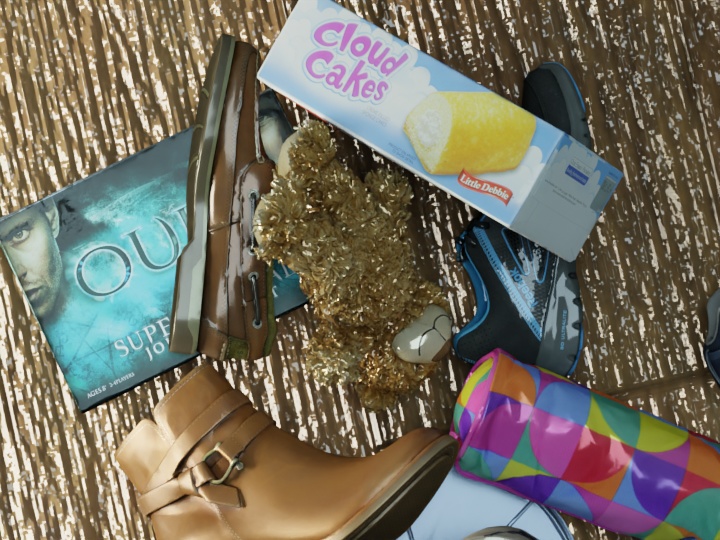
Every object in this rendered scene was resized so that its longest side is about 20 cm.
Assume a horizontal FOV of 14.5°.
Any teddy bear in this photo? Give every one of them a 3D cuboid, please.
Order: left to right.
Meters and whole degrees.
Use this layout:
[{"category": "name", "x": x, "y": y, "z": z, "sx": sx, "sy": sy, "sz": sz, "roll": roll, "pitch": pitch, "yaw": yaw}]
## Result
[{"category": "teddy bear", "x": 0.000, "y": 0.000, "z": 1.716, "sx": 0.067, "sy": 0.145, "sz": 0.200, "roll": -11, "pitch": 115, "yaw": 28}]

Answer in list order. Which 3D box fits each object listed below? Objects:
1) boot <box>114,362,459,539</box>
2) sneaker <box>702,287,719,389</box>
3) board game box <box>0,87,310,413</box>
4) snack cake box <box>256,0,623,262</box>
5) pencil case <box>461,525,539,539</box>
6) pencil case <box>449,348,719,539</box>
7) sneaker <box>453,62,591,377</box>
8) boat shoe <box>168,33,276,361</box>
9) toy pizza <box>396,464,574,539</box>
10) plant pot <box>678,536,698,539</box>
[{"category": "boot", "x": -0.049, "y": 0.117, "z": 1.732, "sx": 0.200, "sy": 0.077, "sz": 0.155, "roll": -42, "pitch": 69, "yaw": 21}, {"category": "sneaker", "x": 0.313, "y": 0.032, "z": 1.772, "sx": 0.202, "sy": 0.077, "sz": 0.146, "roll": -29, "pitch": 89, "yaw": -3}, {"category": "board game box", "x": -0.116, "y": -0.013, "z": 1.786, "sx": 0.200, "sy": 0.028, "sz": 0.136, "roll": -26, "pitch": 86, "yaw": -5}, {"category": "snack cake box", "x": 0.049, "y": -0.088, "z": 1.717, "sx": 0.200, "sy": 0.115, "sz": 0.067, "roll": 31, "pitch": 94, "yaw": 25}, {"category": "pencil case", "x": 0.077, "y": 0.194, "z": 1.656, "sx": 0.078, "sy": 0.200, "sz": 0.089, "roll": 41, "pitch": 89, "yaw": 6}, {"category": "pencil case", "x": 0.151, "y": 0.121, "z": 1.745, "sx": 0.200, "sy": 0.088, "sz": 0.089, "roll": 25, "pitch": 84, "yaw": -7}, {"category": "sneaker", "x": 0.102, "y": -0.033, "z": 1.773, "sx": 0.082, "sy": 0.073, "sz": 0.201, "roll": 3, "pitch": 84, "yaw": -2}, {"category": "boat shoe", "x": -0.074, "y": -0.044, "z": 1.747, "sx": 0.068, "sy": 0.072, "sz": 0.201, "roll": 7, "pitch": 93, "yaw": -7}, {"category": "toy pizza", "x": 0.044, "y": 0.211, "z": 1.768, "sx": 0.200, "sy": 0.032, "sz": 0.201, "roll": 0, "pitch": 83, "yaw": -3}, {"category": "plant pot", "x": 0.198, "y": 0.285, "z": 1.632, "sx": 0.200, "sy": 0.180, "sz": 0.200, "roll": -36, "pitch": 120, "yaw": -22}]
